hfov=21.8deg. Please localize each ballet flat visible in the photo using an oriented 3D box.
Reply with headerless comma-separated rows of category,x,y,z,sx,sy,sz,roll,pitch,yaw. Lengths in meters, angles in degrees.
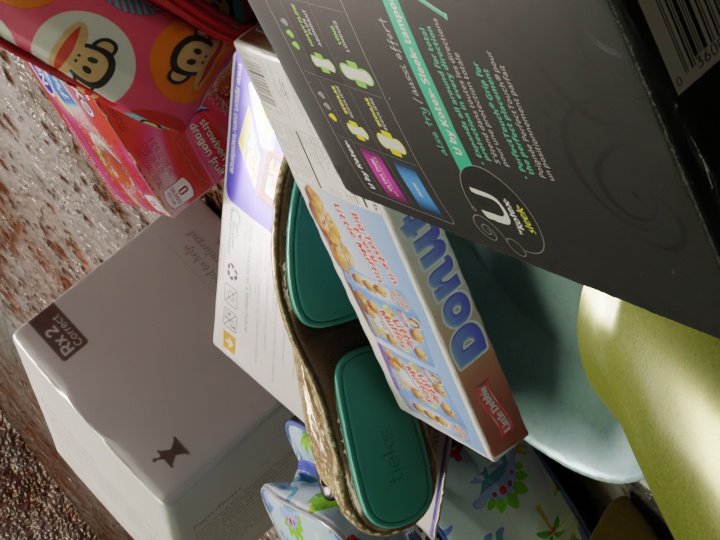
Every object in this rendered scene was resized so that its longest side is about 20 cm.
ballet flat,-0.011,0.024,0.875,0.065,0.070,0.202,-167,68,-66

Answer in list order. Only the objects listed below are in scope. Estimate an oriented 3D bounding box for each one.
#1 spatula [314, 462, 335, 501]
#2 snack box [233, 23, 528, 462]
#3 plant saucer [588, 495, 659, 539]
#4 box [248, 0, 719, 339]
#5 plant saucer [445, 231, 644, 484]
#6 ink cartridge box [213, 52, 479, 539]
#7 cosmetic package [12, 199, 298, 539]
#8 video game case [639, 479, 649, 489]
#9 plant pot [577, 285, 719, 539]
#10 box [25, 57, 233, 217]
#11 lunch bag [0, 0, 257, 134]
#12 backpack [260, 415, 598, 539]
spatula,-0.020,0.059,1.053,0.020,0.057,0.201,32,-152,-22
snack box,0.010,-0.010,0.777,0.072,0.024,0.201,25,146,51
plant saucer,0.135,0.258,1.005,0.048,0.201,0.201,13,142,35
box,0.074,-0.091,0.541,0.199,0.148,0.125,25,149,54
plant saucer,0.064,-0.005,0.761,0.201,0.039,0.202,45,160,22
ink cartridge box,0.000,0.000,0.938,0.200,0.043,0.200,38,133,41
cosmetic package,-0.119,0.091,1.313,0.165,0.165,0.201,44,161,19
video game case,0.141,0.037,0.782,0.200,0.045,0.182,39,157,35
plant pot,0.166,0.043,0.552,0.193,0.199,0.201,49,166,47
box,-0.132,-0.139,1.014,0.201,0.099,0.095,58,162,-21
lunch bag,-0.133,-0.152,0.844,0.175,0.082,0.200,30,-161,-15
backpack,0.046,0.159,1.082,0.201,0.147,0.183,53,164,-15
